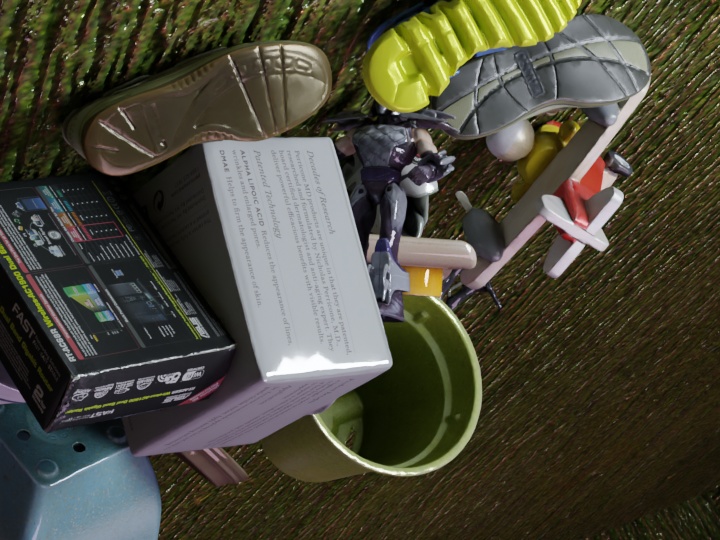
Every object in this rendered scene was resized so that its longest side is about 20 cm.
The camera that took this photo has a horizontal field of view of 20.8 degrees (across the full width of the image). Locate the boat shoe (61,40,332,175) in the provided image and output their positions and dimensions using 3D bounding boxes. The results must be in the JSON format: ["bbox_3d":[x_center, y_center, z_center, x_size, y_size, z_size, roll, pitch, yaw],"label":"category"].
[{"bbox_3d":[-0.117,-0.124,1.425,0.200,0.063,0.074,-23,117,-21],"label":"boat shoe"}]

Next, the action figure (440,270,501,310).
[{"bbox_3d":[0.042,0.050,2.023,0.199,0.102,0.119,-28,148,3],"label":"action figure"}]

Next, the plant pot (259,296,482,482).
[{"bbox_3d":[-0.012,0.126,1.931,0.200,0.201,0.184,-13,168,-33],"label":"plant pot"}]

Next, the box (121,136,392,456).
[{"bbox_3d":[-0.102,0.022,1.551,0.130,0.201,0.199,-3,161,-40],"label":"box"}]

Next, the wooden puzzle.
[{"bbox_3d":[0.000,0.000,1.735,0.184,0.047,0.200,4,175,-4],"label":"wooden puzzle"}]

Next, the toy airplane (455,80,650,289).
[{"bbox_3d":[0.170,-0.085,1.771,0.200,0.141,0.199,-54,-174,-23],"label":"toy airplane"}]

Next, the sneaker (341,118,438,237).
[{"bbox_3d":[0.014,-0.050,1.743,0.074,0.089,0.200,-19,161,-25],"label":"sneaker"}]

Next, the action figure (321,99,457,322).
[{"bbox_3d":[0.015,-0.060,1.576,0.130,0.201,0.069,0,173,35],"label":"action figure"}]

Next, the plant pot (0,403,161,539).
[{"bbox_3d":[-0.300,0.201,1.817,0.195,0.196,0.200,-24,149,-41],"label":"plant pot"}]

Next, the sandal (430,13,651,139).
[{"bbox_3d":[0.150,-0.164,1.660,0.200,0.080,0.057,-15,177,-12],"label":"sandal"}]

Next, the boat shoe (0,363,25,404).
[{"bbox_3d":[-0.342,0.086,1.678,0.065,0.074,0.199,-33,151,35],"label":"boat shoe"}]

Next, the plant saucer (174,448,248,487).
[{"bbox_3d":[-0.186,0.136,1.807,0.030,0.200,0.200,-50,164,-9],"label":"plant saucer"}]

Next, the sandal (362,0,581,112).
[{"bbox_3d":[0.078,-0.190,1.498,0.199,0.080,0.087,-27,-166,-14],"label":"sandal"}]

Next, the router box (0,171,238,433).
[{"bbox_3d":[-0.206,0.018,1.446,0.149,0.200,0.062,-8,140,-42],"label":"router box"}]
